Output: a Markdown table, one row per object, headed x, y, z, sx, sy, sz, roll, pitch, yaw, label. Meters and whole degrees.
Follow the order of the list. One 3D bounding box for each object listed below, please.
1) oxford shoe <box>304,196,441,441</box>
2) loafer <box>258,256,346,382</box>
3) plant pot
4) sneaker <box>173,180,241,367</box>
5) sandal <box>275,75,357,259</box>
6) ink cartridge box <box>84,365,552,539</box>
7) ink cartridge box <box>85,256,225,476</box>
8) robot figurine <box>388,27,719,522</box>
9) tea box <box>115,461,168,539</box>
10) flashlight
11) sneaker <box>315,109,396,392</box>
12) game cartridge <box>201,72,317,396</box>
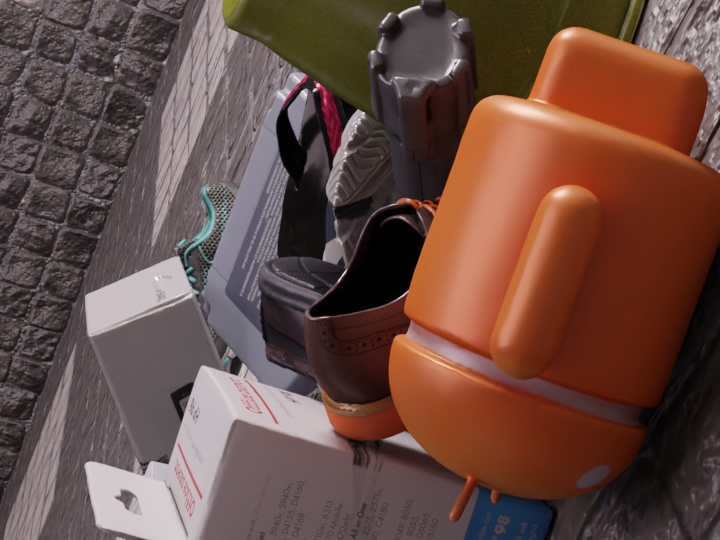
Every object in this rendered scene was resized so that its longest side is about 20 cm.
| x | y | z | sx | sy | sz | roll | pitch | yaw | label |
| --- | --- | --- | --- | --- | --- | --- | --- | --- | --- |
| 0.047 | -0.010 | 0.710 | 0.071 | 0.073 | 0.200 | 7 | 42 | 41 | oxford shoe |
| 0.015 | 0.051 | 0.813 | 0.199 | 0.072 | 0.063 | 28 | 116 | 44 | loafer |
| 0.031 | -0.166 | 0.840 | 0.200 | 0.192 | 0.202 | -162 | 90 | -74 | plant pot |
| -0.141 | 0.005 | 1.451 | 0.078 | 0.091 | 0.201 | 180 | 108 | -75 | sneaker |
| -0.026 | -0.081 | 0.967 | 0.075 | 0.045 | 0.201 | 28 | 112 | 44 | sandal |
| -0.024 | 0.103 | 0.717 | 0.116 | 0.199 | 0.067 | -149 | 78 | -74 | ink cartridge box |
| -0.135 | 0.106 | 1.137 | 0.146 | 0.084 | 0.201 | -138 | 28 | -75 | ink cartridge box |
| 0.081 | 0.006 | 0.623 | 0.144 | 0.116 | 0.201 | 26 | 97 | 63 | robot figurine |
| -0.111 | 0.270 | 0.963 | 0.197 | 0.133 | 0.201 | -94 | 26 | -56 | tea box |
| 0.039 | -0.058 | 0.781 | 0.068 | 0.068 | 0.200 | 48 | 163 | 29 | flashlight |
| 0.000 | 0.000 | 0.947 | 0.129 | 0.079 | 0.201 | 154 | 112 | -66 | sneaker |
| -0.040 | -0.017 | 1.045 | 0.133 | 0.041 | 0.201 | 42 | 121 | 32 | game cartridge |
